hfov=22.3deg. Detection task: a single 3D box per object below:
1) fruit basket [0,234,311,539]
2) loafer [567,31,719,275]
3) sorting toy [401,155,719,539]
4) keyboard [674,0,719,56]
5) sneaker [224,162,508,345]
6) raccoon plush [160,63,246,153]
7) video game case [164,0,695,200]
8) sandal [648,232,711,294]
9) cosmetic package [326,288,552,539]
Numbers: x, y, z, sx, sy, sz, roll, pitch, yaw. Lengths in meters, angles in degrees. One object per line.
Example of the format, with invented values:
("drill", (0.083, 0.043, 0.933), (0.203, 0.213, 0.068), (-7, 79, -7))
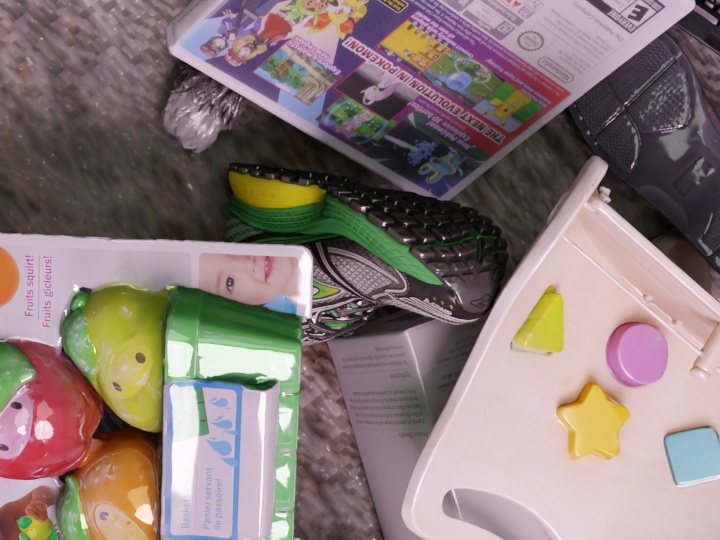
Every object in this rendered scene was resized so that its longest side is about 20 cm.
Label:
("fruit basket", (-0.125, 0.075, 0.847), (0.200, 0.094, 0.185), (1, 106, -9))
("loafer", (0.174, -0.066, 1.013), (0.072, 0.063, 0.200), (-38, 82, 7))
("sorting toy", (0.113, 0.078, 0.858), (0.200, 0.107, 0.180), (40, 81, -14))
("keyboard", (0.216, -0.156, 1.004), (0.200, 0.040, 0.104), (35, 46, 0))
("sneaker", (0.000, 0.000, 0.899), (0.078, 0.200, 0.085), (3, 97, -34))
("raccoon plush", (-0.009, -0.138, 0.923), (0.097, 0.134, 0.200), (31, 81, -13))
("video game case", (0.037, -0.125, 0.896), (0.182, 0.023, 0.200), (-38, 136, 26))
("sandal", (0.163, 0.058, 0.960), (0.080, 0.054, 0.200), (55, 43, -35))
("cosmetic package", (0.061, 0.117, 0.944), (0.085, 0.108, 0.200), (-18, 94, -24))
